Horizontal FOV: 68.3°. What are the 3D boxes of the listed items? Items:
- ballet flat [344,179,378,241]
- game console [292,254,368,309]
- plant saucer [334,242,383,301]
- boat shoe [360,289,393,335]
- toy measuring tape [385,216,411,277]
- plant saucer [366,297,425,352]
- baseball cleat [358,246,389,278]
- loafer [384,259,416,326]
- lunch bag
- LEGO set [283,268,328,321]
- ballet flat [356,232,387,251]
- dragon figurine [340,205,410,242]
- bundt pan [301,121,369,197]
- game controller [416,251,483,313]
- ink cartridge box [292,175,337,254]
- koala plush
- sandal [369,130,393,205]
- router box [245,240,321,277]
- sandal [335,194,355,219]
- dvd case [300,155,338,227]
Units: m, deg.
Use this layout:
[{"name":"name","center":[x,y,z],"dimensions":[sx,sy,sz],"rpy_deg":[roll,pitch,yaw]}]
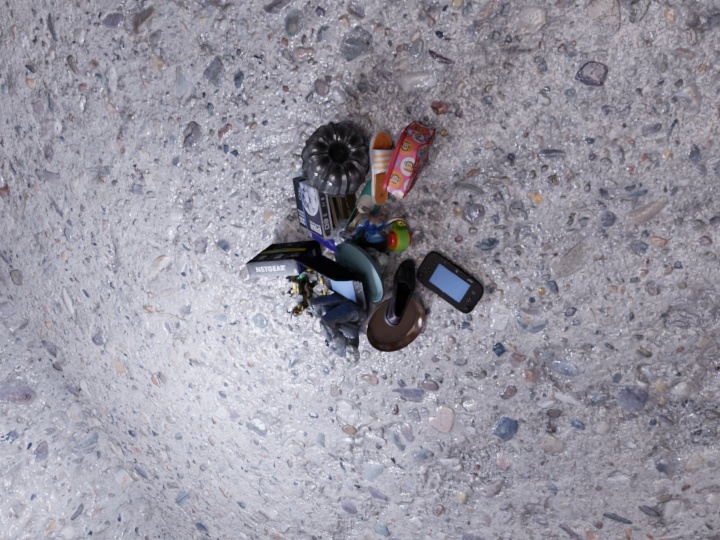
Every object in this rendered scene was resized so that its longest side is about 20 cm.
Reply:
[{"name":"ballet flat","center":[0.006,-0.165,1.548],"dimensions":[0.066,0.071,0.204],"rpy_deg":[30,123,5]},{"name":"game console","center":[-0.087,0.037,1.561],"dimensions":[0.197,0.115,0.181],"rpy_deg":[26,139,41]},{"name":"plant saucer","center":[0.000,0.000,1.539],"dimensions":[0.198,0.027,0.204],"rpy_deg":[38,150,27]},{"name":"boat shoe","center":[0.052,0.127,1.671],"dimensions":[0.067,0.072,0.203],"rpy_deg":[33,132,9]},{"name":"toy measuring tape","center":[0.107,-0.056,1.547],"dimensions":[0.071,0.074,0.207],"rpy_deg":[18,120,17]},{"name":"plant saucer","center":[0.103,0.157,1.617],"dimensions":[0.192,0.035,0.207],"rpy_deg":[-11,124,-16]},{"name":"baseball cleat","center":[0.030,-0.004,1.590],"dimensions":[0.105,0.070,0.203],"rpy_deg":[34,144,10]},{"name":"loafer","center":[0.124,0.059,1.525],"dimensions":[0.070,0.206,0.063],"rpy_deg":[22,158,-8]},{"name":"lunch bag","center":[0.124,-0.274,1.362],"dimensions":[0.079,0.201,0.181],"rpy_deg":[23,122,8]},{"name":"LEGO set","center":[-0.175,0.086,1.728],"dimensions":[0.149,0.116,0.207],"rpy_deg":[18,120,17]},{"name":"ballet flat","center":[0.003,-0.058,1.619],"dimensions":[0.197,0.057,0.067],"rpy_deg":[-34,106,27]},{"name":"dragon figurine","center":[0.042,-0.121,1.501],"dimensions":[0.191,0.060,0.102],"rpy_deg":[5,132,2]},{"name":"bundt pan","center":[-0.062,-0.309,1.435],"dimensions":[0.202,0.202,0.076],"rpy_deg":[45,163,-1]},{"name":"game controller","center":[0.258,0.034,1.533],"dimensions":[0.197,0.042,0.106],"rpy_deg":[35,124,7]},{"name":"ink cartridge box","center":[-0.138,-0.163,1.574],"dimensions":[0.197,0.042,0.208],"rpy_deg":[32,136,58]},{"name":"koala plush","center":[-0.050,0.190,1.670],"dimensions":[0.177,0.178,0.207],"rpy_deg":[-15,119,-16]},{"name":"sandal","center":[0.070,-0.274,1.455],"dimensions":[0.059,0.077,0.214],"rpy_deg":[32,135,44]},{"name":"router box","center":[-0.241,-0.038,1.681],"dimensions":[0.193,0.157,0.054],"rpy_deg":[-3,113,28]},{"name":"sandal","center":[-0.056,-0.251,1.546],"dimensions":[0.053,0.079,0.207],"rpy_deg":[23,128,39]},{"name":"dvd case","center":[-0.122,-0.236,1.562],"dimensions":[0.148,0.016,0.207],"rpy_deg":[26,133,60]}]
